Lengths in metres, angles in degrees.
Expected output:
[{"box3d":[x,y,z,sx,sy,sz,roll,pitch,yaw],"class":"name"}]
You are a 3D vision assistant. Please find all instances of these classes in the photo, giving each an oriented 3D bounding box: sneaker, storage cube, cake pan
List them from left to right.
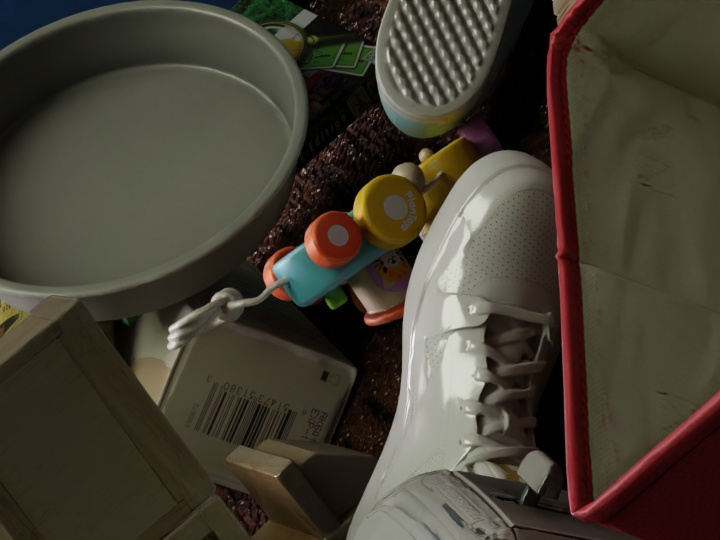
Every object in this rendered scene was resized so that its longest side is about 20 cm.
[{"box3d":[-0.119,-0.051,1.225,0.037,0.199,0.201,74,-170,-46],"class":"cake pan"},{"box3d":[0.055,-0.153,1.166,0.201,0.074,0.082,-62,-2,-11],"class":"sneaker"},{"box3d":[0.059,0.061,0.989,0.116,0.073,0.201,-144,66,-64],"class":"sneaker"},{"box3d":[0.170,-0.021,0.651,0.200,0.179,0.172,-49,31,43],"class":"storage cube"}]

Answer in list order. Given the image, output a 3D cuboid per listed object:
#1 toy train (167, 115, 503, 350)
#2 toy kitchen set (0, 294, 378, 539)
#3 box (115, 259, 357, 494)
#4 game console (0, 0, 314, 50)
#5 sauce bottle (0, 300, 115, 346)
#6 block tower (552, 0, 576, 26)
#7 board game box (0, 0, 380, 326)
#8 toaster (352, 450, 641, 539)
[{"box3d":[0.000,0.000,1.127,0.150,0.056,0.200,-36,0,25],"class":"toy train"},{"box3d":[-0.097,0.078,1.104,0.163,0.181,0.200,-40,16,-17],"class":"toy kitchen set"},{"box3d":[-0.082,0.041,1.288,0.078,0.094,0.200,-67,21,8],"class":"box"},{"box3d":[-0.104,-0.163,1.364,0.172,0.199,0.120,-30,46,57],"class":"game console"},{"box3d":[-0.153,0.036,1.252,0.065,0.064,0.201,-52,29,37],"class":"sauce bottle"},{"box3d":[0.117,-0.078,0.980,0.058,0.054,0.201,-52,28,35],"class":"block tower"},{"box3d":[-0.082,-0.062,1.267,0.104,0.024,0.200,27,59,36],"class":"board game box"},{"box3d":[0.048,0.162,0.844,0.201,0.128,0.114,-67,22,8],"class":"toaster"}]
